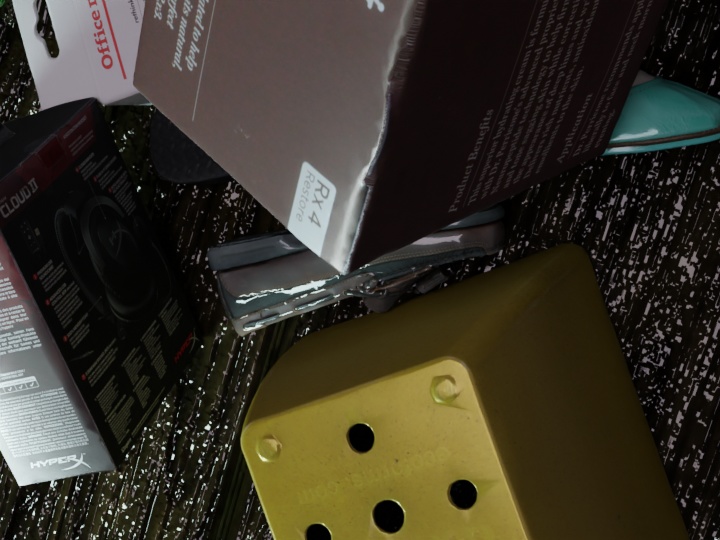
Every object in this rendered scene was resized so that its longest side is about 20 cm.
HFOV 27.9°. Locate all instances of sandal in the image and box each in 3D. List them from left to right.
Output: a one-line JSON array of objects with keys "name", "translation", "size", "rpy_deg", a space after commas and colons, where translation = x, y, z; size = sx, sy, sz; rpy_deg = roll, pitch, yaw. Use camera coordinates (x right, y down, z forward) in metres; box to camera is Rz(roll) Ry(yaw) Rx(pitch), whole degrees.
[{"name": "sandal", "translation": [-0.045, -0.085, 0.890], "size": [0.200, 0.048, 0.076], "rpy_deg": [6, 95, 38]}]

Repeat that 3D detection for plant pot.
[{"name": "plant pot", "translation": [0.045, 0.114, 0.806], "size": [0.200, 0.176, 0.200], "rpy_deg": [-20, 87, 22]}]

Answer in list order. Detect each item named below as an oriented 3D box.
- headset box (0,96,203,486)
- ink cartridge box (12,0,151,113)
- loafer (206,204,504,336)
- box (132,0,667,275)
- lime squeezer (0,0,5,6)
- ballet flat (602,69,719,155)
[{"name": "headset box", "translation": [-0.185, 0.002, 0.866], "size": [0.077, 0.149, 0.200], "rpy_deg": [-13, 114, 22]}, {"name": "ink cartridge box", "translation": [-0.112, -0.173, 0.896], "size": [0.200, 0.068, 0.116], "rpy_deg": [-15, 90, 22]}, {"name": "loafer", "translation": [0.000, 0.000, 0.873], "size": [0.200, 0.072, 0.063], "rpy_deg": [-7, 97, 31]}, {"name": "box", "translation": [0.026, -0.135, 0.695], "size": [0.164, 0.200, 0.166], "rpy_deg": [43, 136, 27]}, {"name": "lime squeezer", "translation": [-0.236, -0.188, 0.931], "size": [0.038, 0.071, 0.200], "rpy_deg": [47, 68, -15]}, {"name": "ballet flat", "translation": [0.107, -0.090, 0.817], "size": [0.200, 0.067, 0.071], "rpy_deg": [-11, 99, 23]}]
